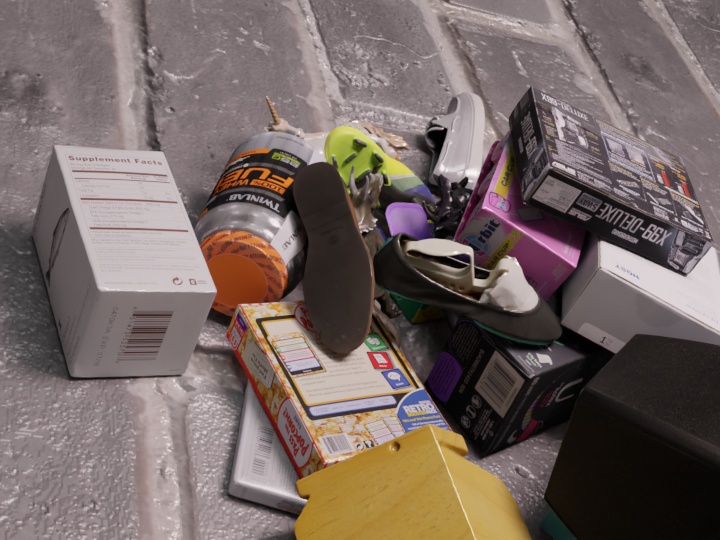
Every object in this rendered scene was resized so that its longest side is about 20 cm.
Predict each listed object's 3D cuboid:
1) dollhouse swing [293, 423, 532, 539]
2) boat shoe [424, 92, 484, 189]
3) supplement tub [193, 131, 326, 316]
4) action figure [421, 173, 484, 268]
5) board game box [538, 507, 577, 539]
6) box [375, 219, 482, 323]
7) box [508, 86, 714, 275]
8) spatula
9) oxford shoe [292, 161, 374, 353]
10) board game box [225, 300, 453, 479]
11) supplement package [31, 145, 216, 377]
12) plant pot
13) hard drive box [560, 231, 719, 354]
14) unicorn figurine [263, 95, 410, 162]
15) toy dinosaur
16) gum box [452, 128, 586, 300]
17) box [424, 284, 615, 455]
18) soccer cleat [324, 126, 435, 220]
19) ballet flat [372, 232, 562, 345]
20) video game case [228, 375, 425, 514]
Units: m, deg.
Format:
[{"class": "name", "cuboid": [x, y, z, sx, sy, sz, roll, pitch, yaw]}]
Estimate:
[{"class": "dollhouse swing", "cuboid": [0.065, 0.267, 1.109, 0.181, 0.176, 0.201, -23, 60, 2]}, {"class": "boat shoe", "cuboid": [0.117, -0.170, 1.667, 0.068, 0.072, 0.201, 18, 47, -11]}, {"class": "supplement tub", "cuboid": [-0.104, -0.048, 1.339, 0.122, 0.123, 0.200, 22, 37, -5]}, {"class": "action figure", "cuboid": [0.140, -0.051, 1.429, 0.199, 0.102, 0.119, -9, 55, -34]}, {"class": "board game box", "cuboid": [0.295, 0.270, 1.249, 0.200, 0.047, 0.151, 41, 40, 20]}, {"class": "box", "cuboid": [0.114, -0.007, 1.480, 0.199, 0.048, 0.118, -8, 49, -38]}, {"class": "box", "cuboid": [0.253, -0.094, 1.315, 0.199, 0.050, 0.158, 22, 34, -17]}, {"class": "spatula", "cuboid": [0.077, 0.002, 1.395, 0.056, 0.021, 0.201, 3, 45, -31]}, {"class": "oxford shoe", "cuboid": [-0.018, -0.006, 1.264, 0.071, 0.071, 0.201, -13, 63, 11]}, {"class": "board game box", "cuboid": [-0.020, 0.111, 1.224, 0.151, 0.046, 0.200, -3, 45, -33]}, {"class": "supplement package", "cuboid": [-0.231, -0.011, 1.225, 0.117, 0.117, 0.200, 1, 43, -29]}, {"class": "plant pot", "cuboid": [0.286, 0.173, 1.175, 0.177, 0.201, 0.199, 29, 37, 22]}, {"class": "hard drive box", "cuboid": [0.293, 0.014, 1.328, 0.155, 0.077, 0.200, 29, 28, -5]}, {"class": "unicorn figurine", "cuboid": [-0.031, -0.145, 1.553, 0.137, 0.074, 0.200, 38, 22, 16]}, {"class": "toy dinosaur", "cuboid": [0.000, 0.000, 1.365, 0.102, 0.077, 0.201, 20, 67, -56]}, {"class": "gum box", "cuboid": [0.181, -0.073, 1.350, 0.113, 0.066, 0.200, 32, 42, -5]}, {"class": "box", "cuboid": [0.185, 0.092, 1.337, 0.199, 0.123, 0.106, -15, 52, -41]}, {"class": "soccer cleat", "cuboid": [0.014, -0.110, 1.464, 0.200, 0.065, 0.084, 36, 17, -46]}, {"class": "ballet flat", "cuboid": [0.109, 0.015, 1.232, 0.199, 0.069, 0.068, 18, 39, -6]}, {"class": "video game case", "cuboid": [-0.026, 0.158, 1.221, 0.181, 0.023, 0.200, 18, 37, -10]}]
